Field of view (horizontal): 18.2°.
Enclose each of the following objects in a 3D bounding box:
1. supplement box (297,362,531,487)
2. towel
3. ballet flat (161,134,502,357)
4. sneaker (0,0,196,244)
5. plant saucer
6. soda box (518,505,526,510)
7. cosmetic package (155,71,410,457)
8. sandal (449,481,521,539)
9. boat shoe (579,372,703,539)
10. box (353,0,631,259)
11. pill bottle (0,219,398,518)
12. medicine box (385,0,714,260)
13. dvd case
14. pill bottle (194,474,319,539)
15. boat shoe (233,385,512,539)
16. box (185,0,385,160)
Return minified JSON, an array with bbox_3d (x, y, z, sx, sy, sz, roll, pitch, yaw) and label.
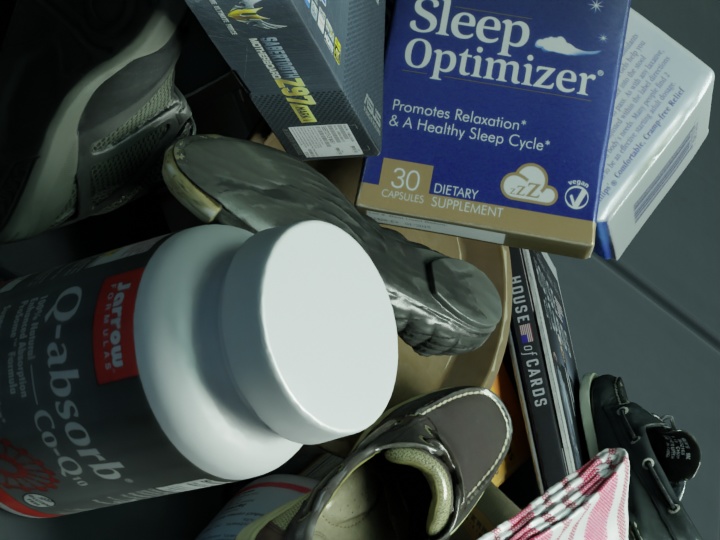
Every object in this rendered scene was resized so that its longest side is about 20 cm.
[{"bbox_3d":[0.020,0.119,1.250,0.200,0.069,0.067,-35,107,-50],"label":"supplement box"},{"bbox_3d":[0.077,0.196,1.152,0.200,0.030,0.147,-32,133,-33],"label":"towel"},{"bbox_3d":[-0.017,-0.005,1.086,0.200,0.057,0.067,29,43,-29],"label":"ballet flat"},{"bbox_3d":[-0.110,-0.101,1.064,0.076,0.200,0.114,43,30,22],"label":"sneaker"},{"bbox_3d":[0.000,0.000,1.148,0.200,0.029,0.201,9,76,-42],"label":"plant saucer"},{"bbox_3d":[0.035,0.207,1.241,0.200,0.064,0.068,-36,108,-51],"label":"soda box"},{"bbox_3d":[-0.032,-0.011,1.206,0.103,0.087,0.201,-31,104,-48],"label":"cosmetic package"},{"bbox_3d":[0.103,0.171,1.243,0.200,0.054,0.080,48,45,-33],"label":"sandal"},{"bbox_3d":[0.169,0.118,1.321,0.199,0.066,0.075,-84,156,-66],"label":"boat shoe"},{"bbox_3d":[0.073,-0.114,1.139,0.032,0.121,0.201,86,14,-74],"label":"box"},{"bbox_3d":[-0.089,0.043,1.022,0.116,0.200,0.116,22,61,-47],"label":"pill bottle"},{"bbox_3d":[0.090,-0.112,1.256,0.200,0.103,0.182,37,0,10],"label":"medicine box"},{"bbox_3d":[0.114,0.068,1.352,0.150,0.025,0.201,51,27,-67],"label":"dvd case"},{"bbox_3d":[-0.065,0.194,1.079,0.200,0.109,0.109,-47,115,-48],"label":"pill bottle"},{"bbox_3d":[0.021,0.110,1.078,0.200,0.065,0.073,-36,97,-45],"label":"boat shoe"},{"bbox_3d":[-0.030,-0.159,1.034,0.200,0.051,0.158,58,31,-67],"label":"box"}]
